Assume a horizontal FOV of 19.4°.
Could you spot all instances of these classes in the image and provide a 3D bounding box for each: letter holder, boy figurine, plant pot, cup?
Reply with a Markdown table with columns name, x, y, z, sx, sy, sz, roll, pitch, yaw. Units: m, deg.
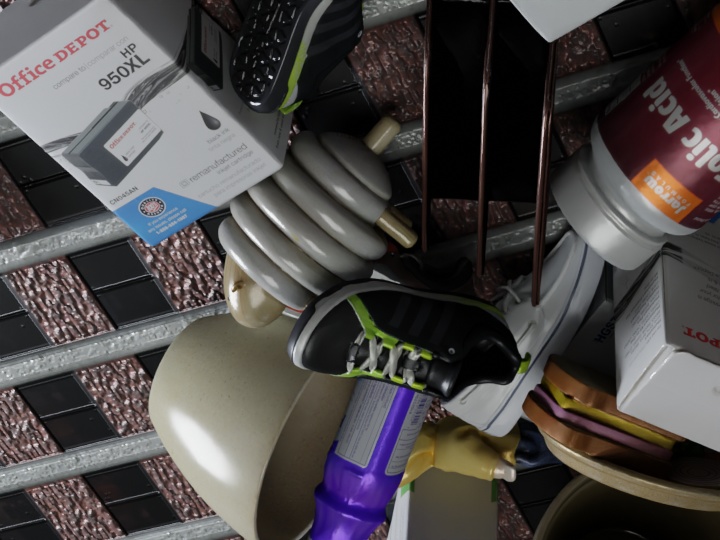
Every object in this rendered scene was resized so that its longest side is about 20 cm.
| name | x | y | z | sx | sy | sz | roll | pitch | yaw |
| --- | --- | --- | --- | --- | --- | --- | --- | --- | --- |
| letter holder | 0.093 | -0.086 | 1.560 | 0.099 | 0.143 | 0.201 | 3 | 134 | 4 |
| boy figurine | 0.105 | 0.156 | 1.803 | 0.198 | 0.124 | 0.065 | -2 | 103 | -6 |
| plant pot | 0.230 | 0.263 | 1.782 | 0.198 | 0.202 | 0.174 | 8 | 168 | -1 |
| cup | -0.092 | 0.115 | 1.760 | 0.142 | 0.200 | 0.201 | 24 | 138 | 21 |

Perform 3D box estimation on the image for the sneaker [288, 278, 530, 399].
| name | x | y | z | sx | sy | sz | roll | pitch | yaw |
| --- | --- | --- | --- | --- | --- | --- | --- | --- | --- |
| sneaker | 0.043 | 0.056 | 1.597 | 0.198 | 0.083 | 0.072 | -2 | 124 | -31 |

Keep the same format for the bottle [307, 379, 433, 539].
| name | x | y | z | sx | sy | sz | roll | pitch | yaw |
| --- | --- | --- | --- | --- | --- | --- | --- | --- | --- |
| bottle | 0.009 | 0.149 | 1.746 | 0.065 | 0.083 | 0.202 | 23 | 100 | 11 |

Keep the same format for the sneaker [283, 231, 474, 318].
| name | x | y | z | sx | sy | sz | roll | pitch | yaw |
| --- | --- | --- | --- | --- | --- | --- | --- | --- | --- |
| sneaker | 0.000 | 0.000 | 1.719 | 0.198 | 0.077 | 0.083 | 9 | 107 | -4 |

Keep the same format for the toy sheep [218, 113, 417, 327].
| name | x | y | z | sx | sy | sz | roll | pitch | yaw |
| --- | --- | --- | --- | --- | --- | --- | --- | --- | --- |
| toy sheep | -0.034 | -0.038 | 1.630 | 0.138 | 0.138 | 0.200 | 38 | 94 | -26 |

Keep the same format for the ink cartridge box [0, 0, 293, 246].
| name | x | y | z | sx | sy | sz | roll | pitch | yaw |
| --- | --- | --- | --- | --- | --- | --- | --- | --- | --- |
| ink cartridge box | -0.169 | -0.134 | 1.586 | 0.144 | 0.085 | 0.200 | -29 | 123 | 29 |

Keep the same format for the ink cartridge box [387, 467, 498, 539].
| name | x | y | z | sx | sy | sz | roll | pitch | yaw |
| --- | --- | --- | --- | --- | --- | --- | --- | --- | --- |
| ink cartridge box | 0.067 | 0.263 | 1.892 | 0.083 | 0.147 | 0.201 | 7 | 135 | -2 |

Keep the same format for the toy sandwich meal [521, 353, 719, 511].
| name | x | y | z | sx | sy | sz | roll | pitch | yaw |
| --- | --- | --- | --- | --- | --- | --- | --- | --- | --- |
| toy sandwich meal | 0.223 | 0.122 | 1.639 | 0.203 | 0.205 | 0.071 | 14 | 101 | -7 |

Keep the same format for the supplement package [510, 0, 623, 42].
| name | x | y | z | sx | sy | sz | roll | pitch | yaw |
| --- | --- | --- | --- | --- | --- | --- | --- | --- | --- |
| supplement package | 0.173 | -0.267 | 1.398 | 0.199 | 0.118 | 0.117 | -28 | 125 | 28 |

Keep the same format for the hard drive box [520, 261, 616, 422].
| name | x | y | z | sx | sy | sz | roll | pitch | yaw |
| --- | --- | --- | --- | --- | --- | --- | --- | --- | --- |
| hard drive box | 0.247 | 0.083 | 1.748 | 0.198 | 0.077 | 0.156 | 23 | 131 | -14 |

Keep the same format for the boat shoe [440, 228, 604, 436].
| name | x | y | z | sx | sy | sz | roll | pitch | yaw |
| --- | --- | --- | --- | --- | --- | --- | --- | --- | --- |
| boat shoe | 0.130 | 0.043 | 1.698 | 0.065 | 0.074 | 0.201 | 23 | 107 | -15 |

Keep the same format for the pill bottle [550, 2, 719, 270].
| name | x | y | z | sx | sy | sz | roll | pitch | yaw |
| --- | --- | --- | --- | --- | --- | --- | --- | --- | --- |
| pill bottle | 0.239 | -0.099 | 1.529 | 0.114 | 0.115 | 0.200 | 35 | 117 | -24 |

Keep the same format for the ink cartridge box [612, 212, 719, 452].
| name | x | y | z | sx | sy | sz | roll | pitch | yaw |
| --- | --- | --- | --- | --- | --- | --- | --- | --- | --- |
| ink cartridge box | 0.273 | 0.037 | 1.615 | 0.145 | 0.201 | 0.085 | 22 | 132 | -14 |

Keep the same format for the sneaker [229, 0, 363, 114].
| name | x | y | z | sx | sy | sz | roll | pitch | yaw |
| --- | --- | --- | --- | --- | --- | --- | --- | --- | --- |
| sneaker | -0.029 | -0.201 | 1.534 | 0.082 | 0.072 | 0.201 | -7 | 138 | -46 |
